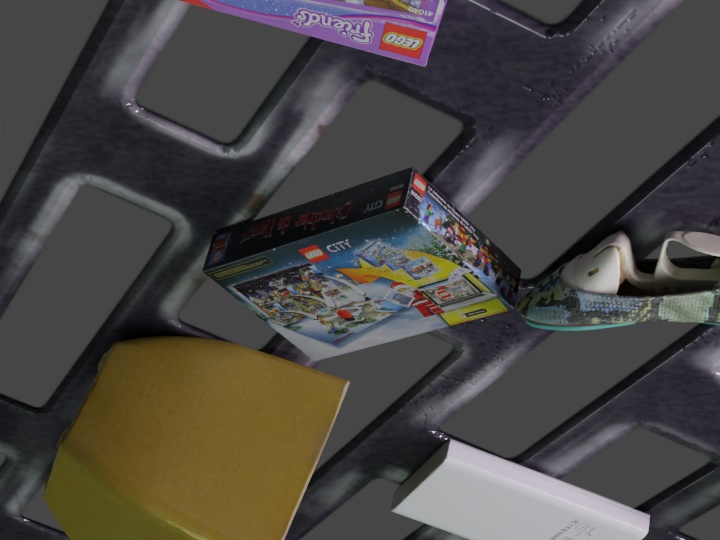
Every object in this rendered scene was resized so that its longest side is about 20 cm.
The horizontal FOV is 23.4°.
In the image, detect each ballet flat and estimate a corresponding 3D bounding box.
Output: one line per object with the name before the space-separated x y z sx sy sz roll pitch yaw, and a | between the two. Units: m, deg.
ballet flat | 0.205 0.003 1.222 0.200 0.074 0.074 -2 143 19

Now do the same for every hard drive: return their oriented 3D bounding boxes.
hard drive | 0.144 0.220 1.582 0.200 0.026 0.132 22 145 -11

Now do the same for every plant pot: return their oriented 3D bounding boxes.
plant pot | -0.153 0.167 1.479 0.200 0.196 0.194 26 145 -2

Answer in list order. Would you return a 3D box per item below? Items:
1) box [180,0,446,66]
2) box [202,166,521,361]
box | -0.040 -0.201 1.023 0.200 0.039 0.137 15 146 -2
box | 0.000 0.000 1.302 0.200 0.038 0.137 -16 136 37
